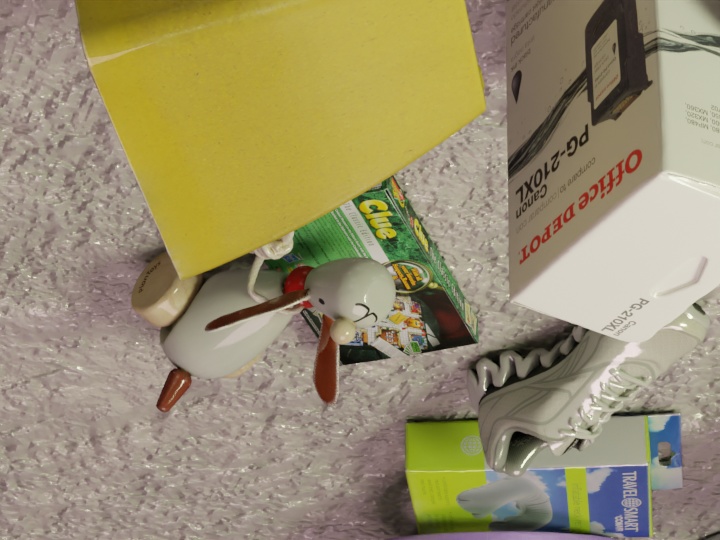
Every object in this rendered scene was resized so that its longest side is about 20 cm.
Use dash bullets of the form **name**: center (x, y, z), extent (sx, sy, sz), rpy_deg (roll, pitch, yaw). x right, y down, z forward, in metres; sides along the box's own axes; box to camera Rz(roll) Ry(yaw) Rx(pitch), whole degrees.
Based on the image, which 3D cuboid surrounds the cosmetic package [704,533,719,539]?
- **cosmetic package**: center (0.400, 0.266, 1.933), extent (0.199, 0.124, 0.199), rpy_deg (26, 140, -36)

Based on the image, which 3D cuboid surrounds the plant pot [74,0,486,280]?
- **plant pot**: center (-0.041, -0.146, 1.242), extent (0.175, 0.201, 0.200), rpy_deg (-14, 147, 2)

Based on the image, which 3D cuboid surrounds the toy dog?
- **toy dog**: center (-0.071, 0.041, 1.576), extent (0.131, 0.097, 0.200), rpy_deg (27, 155, -16)

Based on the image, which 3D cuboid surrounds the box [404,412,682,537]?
- **box**: center (0.136, 0.152, 1.831), extent (0.199, 0.048, 0.122), rpy_deg (-2, 148, 7)

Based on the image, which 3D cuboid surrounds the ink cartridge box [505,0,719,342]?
- **ink cartridge box**: center (0.146, -0.086, 1.304), extent (0.084, 0.201, 0.145), rpy_deg (17, 145, -23)

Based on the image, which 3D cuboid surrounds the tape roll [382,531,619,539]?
- **tape roll**: center (0.104, 0.240, 1.896), extent (0.199, 0.066, 0.200), rpy_deg (1, 168, 0)

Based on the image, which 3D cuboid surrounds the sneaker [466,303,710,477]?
- **sneaker**: center (0.155, 0.078, 1.681), extent (0.075, 0.081, 0.200), rpy_deg (28, 138, -33)

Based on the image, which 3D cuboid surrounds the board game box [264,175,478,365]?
- **board game box**: center (0.000, 0.000, 1.615), extent (0.104, 0.024, 0.200), rpy_deg (-7, 148, 17)
